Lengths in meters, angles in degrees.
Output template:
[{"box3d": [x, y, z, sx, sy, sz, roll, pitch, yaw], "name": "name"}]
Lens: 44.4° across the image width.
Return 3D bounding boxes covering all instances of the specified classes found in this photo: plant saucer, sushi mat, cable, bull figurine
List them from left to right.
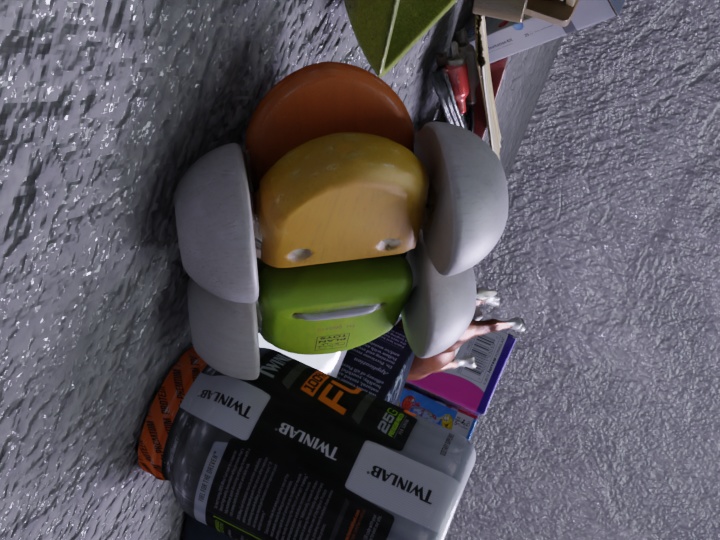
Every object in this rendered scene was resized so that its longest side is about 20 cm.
[{"box3d": [0.069, 0.068, 0.862, 0.200, 0.121, 0.065, 134, -55, -64], "name": "bull figurine"}, {"box3d": [0.048, -0.261, 0.597, 0.200, 0.048, 0.200, -54, 164, -49], "name": "plant saucer"}, {"box3d": [0.121, -0.158, 0.965, 0.097, 0.050, 0.201, -59, 134, -62], "name": "cable"}, {"box3d": [0.157, -0.237, 1.157, 0.200, 0.036, 0.201, -73, 176, -46], "name": "plant saucer"}, {"box3d": [0.143, -0.187, 0.981, 0.200, 0.012, 0.096, 69, 21, -53], "name": "sushi mat"}]

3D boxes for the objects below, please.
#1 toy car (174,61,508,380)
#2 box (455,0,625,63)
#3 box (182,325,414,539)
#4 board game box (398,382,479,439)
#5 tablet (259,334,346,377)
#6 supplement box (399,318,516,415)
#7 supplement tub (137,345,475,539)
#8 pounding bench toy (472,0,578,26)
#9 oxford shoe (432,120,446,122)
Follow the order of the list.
[{"box3d": [-0.020, -0.034, 0.522, 0.200, 0.174, 0.151, 98, -18, -54], "name": "toy car"}, {"box3d": [0.216, -0.315, 1.009, 0.199, 0.041, 0.156, -12, -142, 45], "name": "box"}, {"box3d": [-0.054, 0.160, 0.781, 0.197, 0.123, 0.201, -52, 162, -50], "name": "box"}, {"box3d": [0.054, 0.171, 1.140, 0.200, 0.195, 0.056, 34, 79, -80], "name": "board game box"}, {"box3d": [-0.024, -0.017, 0.670, 0.130, 0.014, 0.201, 27, 84, -46], "name": "tablet"}, {"box3d": [0.080, 0.087, 1.085, 0.103, 0.199, 0.102, 22, 91, -81], "name": "supplement box"}, {"box3d": [-0.036, 0.129, 0.579, 0.123, 0.199, 0.123, 23, 90, -81], "name": "supplement tub"}, {"box3d": [0.159, -0.304, 0.856, 0.156, 0.124, 0.201, 59, 55, -78], "name": "pounding bench toy"}, {"box3d": [0.081, -0.111, 1.038, 0.072, 0.071, 0.200, -67, 172, 30], "name": "oxford shoe"}]
